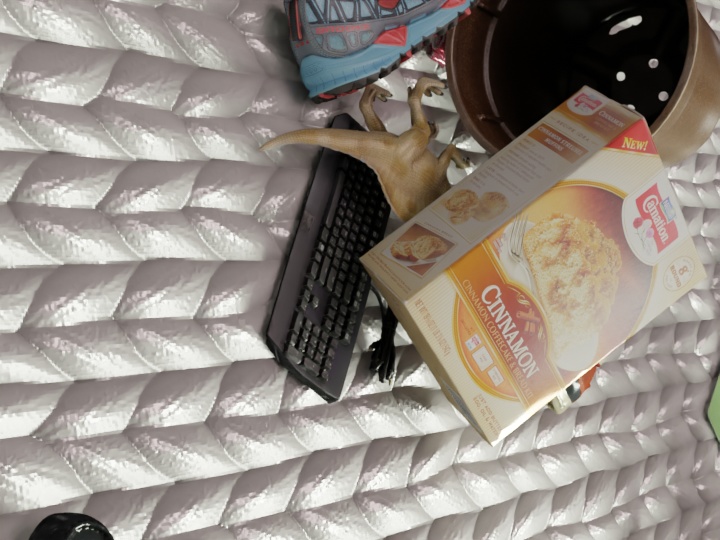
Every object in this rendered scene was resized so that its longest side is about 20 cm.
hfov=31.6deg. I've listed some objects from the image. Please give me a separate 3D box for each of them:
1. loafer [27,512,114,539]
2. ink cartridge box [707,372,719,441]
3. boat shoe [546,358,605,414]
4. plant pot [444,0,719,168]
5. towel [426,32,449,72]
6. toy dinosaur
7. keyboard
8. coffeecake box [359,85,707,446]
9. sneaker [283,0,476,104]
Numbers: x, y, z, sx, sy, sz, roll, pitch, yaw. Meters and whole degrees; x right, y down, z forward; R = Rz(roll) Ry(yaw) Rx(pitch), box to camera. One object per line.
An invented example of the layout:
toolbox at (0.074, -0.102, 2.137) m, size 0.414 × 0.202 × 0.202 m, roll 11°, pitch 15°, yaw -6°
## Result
loafer at (-0.136, 0.216, 0.600) m, size 0.068 × 0.070 × 0.202 m, roll 25°, pitch 61°, yaw -48°
ink cartridge box at (0.449, 0.140, 1.419) m, size 0.146 × 0.048 × 0.200 m, roll 59°, pitch 38°, yaw -25°
boat shoe at (0.114, 0.046, 0.987) m, size 0.200 × 0.071 × 0.063 m, roll 36°, pitch 92°, yaw -35°
plant pot at (0.198, -0.165, 1.025) m, size 0.198 × 0.199 × 0.202 m, roll 5°, pitch 77°, yaw -60°
towel at (0.124, -0.202, 1.095) m, size 0.200 × 0.030 × 0.147 m, roll 31°, pitch 57°, yaw -45°
toy dinosaur at (0.026, -0.083, 0.883) m, size 0.199 × 0.058 × 0.102 m, roll 28°, pitch 58°, yaw -38°
keyboard at (0.000, 0.000, 0.883) m, size 0.127 × 0.020 × 0.201 m, roll 43°, pitch 50°, yaw -38°
coffeecake box at (0.123, -0.002, 0.879) m, size 0.200 × 0.073 × 0.154 m, roll -38°, pitch 126°, yaw -6°
sneaker at (0.015, -0.199, 0.910) m, size 0.200 × 0.079 × 0.096 m, roll -46°, pitch 115°, yaw -48°
